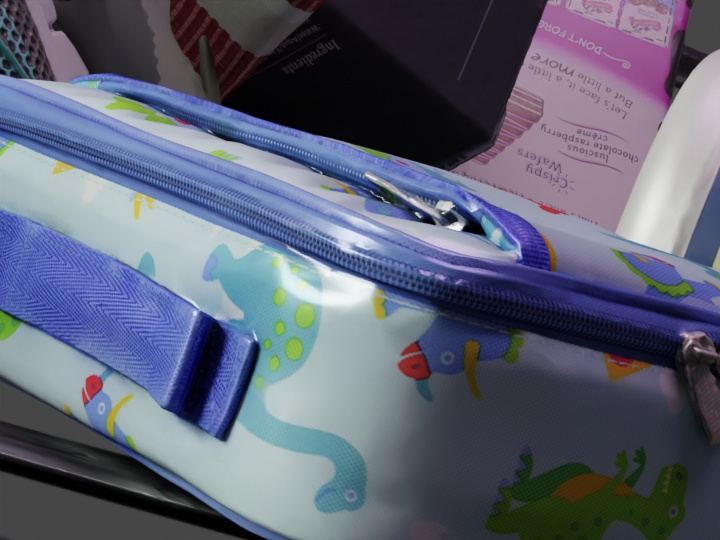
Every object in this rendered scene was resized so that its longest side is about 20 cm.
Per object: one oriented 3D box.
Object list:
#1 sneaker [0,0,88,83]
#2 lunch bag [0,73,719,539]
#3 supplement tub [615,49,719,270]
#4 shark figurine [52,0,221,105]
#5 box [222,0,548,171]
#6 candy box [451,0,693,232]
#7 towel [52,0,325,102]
[{"bbox_3d":[-0.125,-0.079,0.778,0.078,0.200,0.091,-25,1,22],"label":"sneaker"},{"bbox_3d":[0.003,0.016,0.647,0.161,0.083,0.200,14,5,-36],"label":"lunch bag"},{"bbox_3d":[0.174,0.029,0.867,0.200,0.145,0.145,20,3,13],"label":"supplement tub"},{"bbox_3d":[-0.079,-0.035,0.854,0.089,0.215,0.128,-17,38,1],"label":"shark figurine"},{"bbox_3d":[-0.031,-0.138,1.021,0.200,0.148,0.104,39,-35,-22],"label":"box"},{"bbox_3d":[0.045,-0.058,1.136,0.136,0.200,0.061,20,-33,-6],"label":"candy box"},{"bbox_3d":[-0.062,-0.131,0.882,0.144,0.023,0.200,46,-39,-3],"label":"towel"}]
